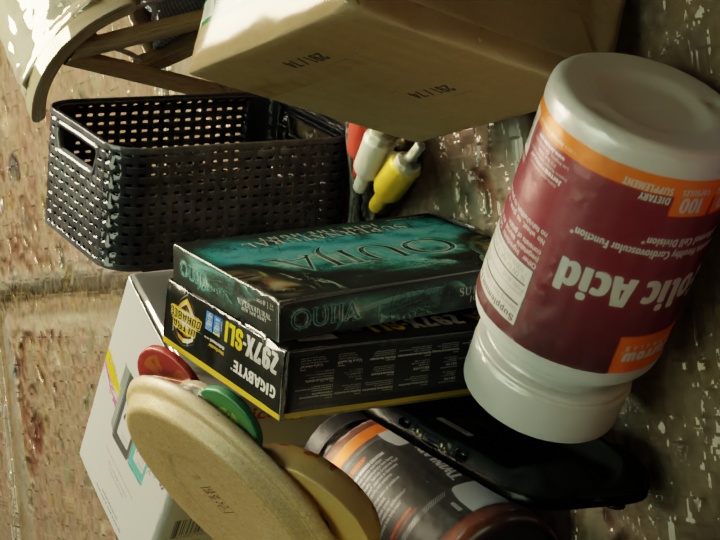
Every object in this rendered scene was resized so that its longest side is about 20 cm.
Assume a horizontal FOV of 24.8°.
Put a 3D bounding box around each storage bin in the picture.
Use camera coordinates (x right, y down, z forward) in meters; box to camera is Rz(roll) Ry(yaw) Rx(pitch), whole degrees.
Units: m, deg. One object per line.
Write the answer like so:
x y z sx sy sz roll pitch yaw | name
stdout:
-0.122 -0.070 1.221 0.135 0.200 0.094 32 120 51 | storage bin

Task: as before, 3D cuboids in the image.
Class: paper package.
0.023 -0.159 0.978 0.200 0.190 0.104 -8 71 59 | paper package

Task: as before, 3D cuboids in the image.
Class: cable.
-0.004 -0.045 1.179 0.097 0.050 0.200 55 137 35 | cable

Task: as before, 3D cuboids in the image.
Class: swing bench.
-0.193 -0.235 1.306 0.199 0.200 0.130 61 141 31 | swing bench

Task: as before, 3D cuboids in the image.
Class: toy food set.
-0.080 0.134 1.079 0.198 0.049 0.200 43 157 5 | toy food set

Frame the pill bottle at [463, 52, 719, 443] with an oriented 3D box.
0.130 -0.009 0.915 0.114 0.114 0.200 50 135 41 | pill bottle

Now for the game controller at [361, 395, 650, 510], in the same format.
0.084 0.105 1.016 0.200 0.104 0.042 24 118 54 | game controller

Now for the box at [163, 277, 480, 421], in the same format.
-0.004 0.040 1.056 0.160 0.200 0.049 28 117 52 | box

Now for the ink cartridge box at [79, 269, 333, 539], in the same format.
-0.113 0.116 1.293 0.146 0.146 0.200 55 138 38 | ink cartridge box

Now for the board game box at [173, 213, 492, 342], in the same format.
0.000 0.000 1.040 0.135 0.200 0.028 25 118 53 | board game box

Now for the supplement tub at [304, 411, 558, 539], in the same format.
0.037 0.165 1.099 0.200 0.107 0.107 34 123 51 | supplement tub
